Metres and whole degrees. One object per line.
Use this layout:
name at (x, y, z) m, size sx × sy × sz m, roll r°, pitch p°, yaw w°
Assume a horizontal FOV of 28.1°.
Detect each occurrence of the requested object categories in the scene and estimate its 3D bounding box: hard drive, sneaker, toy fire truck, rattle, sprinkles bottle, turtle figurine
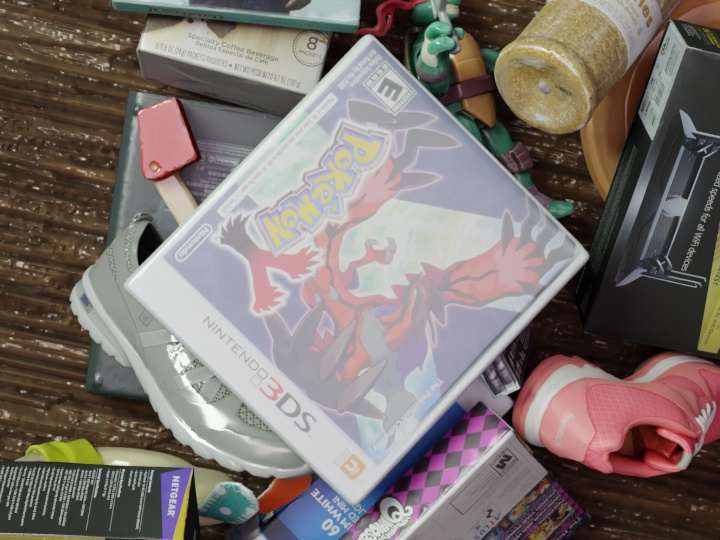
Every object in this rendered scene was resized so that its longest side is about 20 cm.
hard drive at (-0.098, -0.008, 0.949) m, size 0.139 × 0.033 × 0.201 m, roll 9°, pitch 92°, yaw -5°
sneaker at (-0.092, 0.046, 0.860) m, size 0.200 × 0.075 × 0.082 m, roll 39°, pitch 116°, yaw 17°
toy fire truck at (-0.051, -0.023, 0.910) m, size 0.141 × 0.049 × 0.200 m, roll -17°, pitch 95°, yaw -3°
sneaker at (0.188, 0.103, 0.914) m, size 0.200 × 0.087 × 0.074 m, roll 1°, pitch 115°, yaw -39°
rattle at (-0.133, 0.180, 0.892) m, size 0.199 × 0.130 × 0.143 m, roll 7°, pitch 80°, yaw 16°
sprinkles bottle at (0.160, -0.169, 0.897) m, size 0.068 × 0.068 × 0.200 m, roll 43°, pitch 59°, yaw -5°
turtle figurine at (0.076, -0.120, 0.926) m, size 0.150 × 0.101 × 0.200 m, roll -23°, pitch 97°, yaw -43°

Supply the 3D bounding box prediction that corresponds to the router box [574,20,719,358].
router box at (0.240, -0.042, 0.903) m, size 0.157 × 0.052 × 0.200 m, roll 12°, pitch 118°, yaw -7°

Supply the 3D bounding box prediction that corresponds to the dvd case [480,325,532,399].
dvd case at (0.049, -0.026, 0.904) m, size 0.022 × 0.146 × 0.200 m, roll -28°, pitch 95°, yaw 14°

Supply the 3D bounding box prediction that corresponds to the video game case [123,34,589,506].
video game case at (0.000, 0.000, 0.815) m, size 0.182 × 0.023 × 0.200 m, roll 44°, pitch 85°, yaw -6°

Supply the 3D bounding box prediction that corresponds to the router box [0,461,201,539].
router box at (-0.172, 0.192, 0.848) m, size 0.157 × 0.052 × 0.200 m, roll 1°, pitch 136°, yaw 0°

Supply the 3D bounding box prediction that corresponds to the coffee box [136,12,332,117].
coffee box at (-0.059, -0.209, 0.904) m, size 0.113 × 0.080 × 0.201 m, roll 14°, pitch 82°, yaw -4°

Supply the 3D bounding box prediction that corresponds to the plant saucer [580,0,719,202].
plant saucer at (0.249, -0.103, 0.966) m, size 0.200 × 0.037 × 0.201 m, roll 0°, pitch 92°, yaw -4°

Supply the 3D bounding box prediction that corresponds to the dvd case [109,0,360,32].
dvd case at (-0.066, -0.246, 0.848) m, size 0.146 × 0.022 × 0.201 m, roll 5°, pitch 82°, yaw -5°

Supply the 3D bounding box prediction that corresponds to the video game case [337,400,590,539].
video game case at (0.043, 0.190, 0.906) m, size 0.200 × 0.181 × 0.036 m, roll -44°, pitch 55°, yaw 0°

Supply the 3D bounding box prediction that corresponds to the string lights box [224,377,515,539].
string lights box at (0.002, 0.129, 0.927) m, size 0.200 × 0.103 × 0.059 m, roll -45°, pitch 96°, yaw -1°
